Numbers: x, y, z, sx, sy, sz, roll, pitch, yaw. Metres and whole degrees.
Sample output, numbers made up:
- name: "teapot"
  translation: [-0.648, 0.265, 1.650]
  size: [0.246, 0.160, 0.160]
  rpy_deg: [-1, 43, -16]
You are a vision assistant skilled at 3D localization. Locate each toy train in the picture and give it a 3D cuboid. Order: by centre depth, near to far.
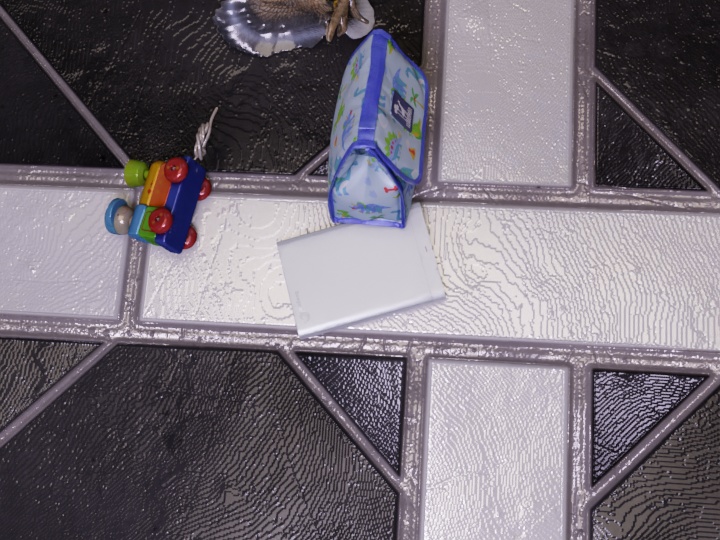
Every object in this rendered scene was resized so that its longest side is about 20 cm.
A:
- name: "toy train"
  translation: [-0.266, -0.131, 1.299]
  size: [0.114, 0.085, 0.202]
  rpy_deg: [10, 77, 21]

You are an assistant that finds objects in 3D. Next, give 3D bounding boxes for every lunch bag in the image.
- name: "lunch bag"
  translation: [0.019, -0.173, 1.205]
  size: [0.126, 0.200, 0.172]
  rpy_deg: [3, 65, 6]

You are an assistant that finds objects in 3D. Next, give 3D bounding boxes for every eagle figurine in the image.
- name: "eagle figurine"
  translation: [-0.088, -0.384, 1.332]
  size: [0.198, 0.153, 0.152]
  rpy_deg: [7, 31, 36]

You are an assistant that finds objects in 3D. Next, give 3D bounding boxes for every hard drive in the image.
- name: "hard drive"
  translation: [0.000, 0.000, 1.267]
  size: [0.198, 0.026, 0.133]
  rpy_deg: [-15, 76, 0]
